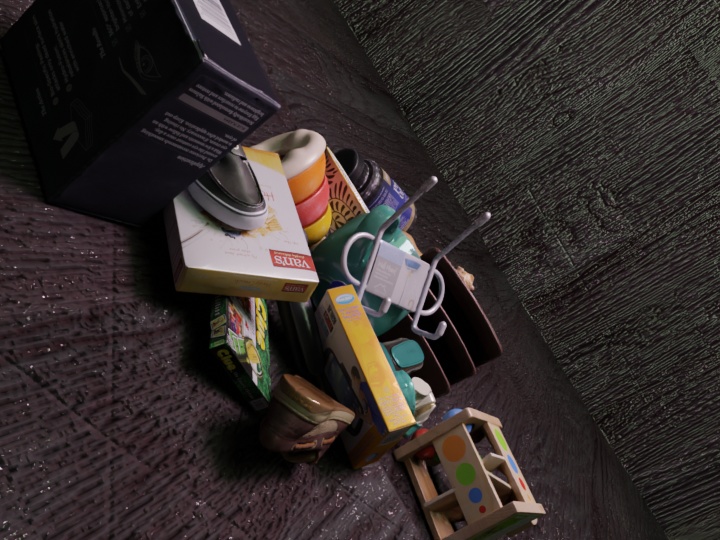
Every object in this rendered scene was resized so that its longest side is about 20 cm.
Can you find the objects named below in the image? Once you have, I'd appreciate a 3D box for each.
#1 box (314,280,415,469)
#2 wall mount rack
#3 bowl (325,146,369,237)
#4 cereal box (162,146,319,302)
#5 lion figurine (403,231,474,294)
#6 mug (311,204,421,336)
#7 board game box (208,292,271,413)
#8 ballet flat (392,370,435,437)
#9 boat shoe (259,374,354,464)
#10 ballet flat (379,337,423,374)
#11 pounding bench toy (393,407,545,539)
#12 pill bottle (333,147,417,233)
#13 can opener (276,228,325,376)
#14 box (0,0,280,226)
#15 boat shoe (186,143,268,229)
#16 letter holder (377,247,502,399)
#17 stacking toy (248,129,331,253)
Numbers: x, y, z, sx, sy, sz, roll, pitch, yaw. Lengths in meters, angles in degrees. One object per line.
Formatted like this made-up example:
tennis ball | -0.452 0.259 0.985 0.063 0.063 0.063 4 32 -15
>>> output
box | -0.013 0.114 0.815 0.041 0.119 0.201 -13 62 -29
wall mount rack | 0.074 -0.014 0.865 0.074 0.176 0.199 14 -7 46
bowl | -0.036 -0.084 1.108 0.202 0.094 0.201 57 5 -8
cereal box | -0.134 -0.059 0.737 0.142 0.040 0.201 6 45 -33
lion figurine | 0.095 -0.009 1.183 0.199 0.123 0.073 39 60 3
mug | -0.005 0.002 0.951 0.151 0.114 0.187 14 -48 47
board game box | -0.126 0.041 0.742 0.201 0.023 0.105 -102 173 -49
ballet flat | 0.063 0.174 0.909 0.200 0.070 0.068 57 14 -67
boat shoe | -0.057 0.152 0.693 0.072 0.072 0.200 31 -8 10
ballet flat | 0.027 0.133 0.978 0.199 0.063 0.068 5 56 -62
pounding bench toy | 0.159 0.285 0.962 0.200 0.124 0.157 31 30 -55
pill bottle | 0.016 -0.143 1.353 0.200 0.111 0.113 41 23 -43
can opener | -0.084 0.027 0.822 0.063 0.078 0.203 -2 -75 67
box | -0.210 -0.184 0.653 0.117 0.199 0.198 17 42 -60
boat shoe | -0.155 -0.126 0.714 0.068 0.057 0.201 -17 59 -42
letter holder | 0.110 0.086 1.106 0.100 0.142 0.201 -29 86 -42
stacking toy | -0.088 -0.082 0.992 0.147 0.144 0.202 -93 163 -59
